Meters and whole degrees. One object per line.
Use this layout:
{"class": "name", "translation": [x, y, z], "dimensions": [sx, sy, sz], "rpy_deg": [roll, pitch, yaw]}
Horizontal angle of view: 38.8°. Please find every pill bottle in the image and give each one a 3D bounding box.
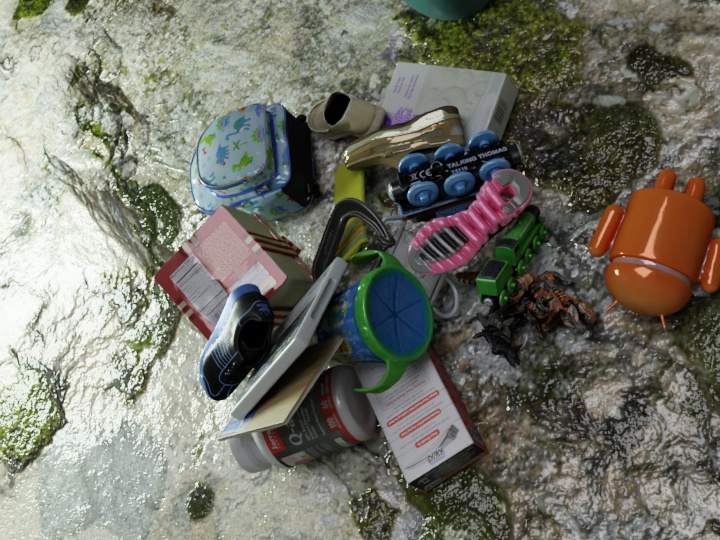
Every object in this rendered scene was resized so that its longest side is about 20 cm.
{"class": "pill bottle", "translation": [-0.087, 0.221, 1.494], "dimensions": [0.200, 0.116, 0.116], "rpy_deg": [-24, 60, 20]}

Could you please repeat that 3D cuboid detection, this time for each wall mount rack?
{"class": "wall mount rack", "translation": [0.053, 0.021, 1.526], "dimensions": [0.200, 0.074, 0.174], "rpy_deg": [49, 130, 35]}

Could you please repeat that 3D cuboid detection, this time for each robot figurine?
{"class": "robot figurine", "translation": [0.384, -0.028, 1.324], "dimensions": [0.117, 0.144, 0.200], "rpy_deg": [-1, 66, 65]}

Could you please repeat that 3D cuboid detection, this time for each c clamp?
{"class": "c clamp", "translation": [0.000, 0.000, 1.512], "dimensions": [0.171, 0.027, 0.200], "rpy_deg": [33, 120, 32]}

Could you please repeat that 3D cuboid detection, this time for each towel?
{"class": "towel", "translation": [-0.013, -0.099, 1.598], "dimensions": [0.086, 0.018, 0.200], "rpy_deg": [-43, 37, 43]}

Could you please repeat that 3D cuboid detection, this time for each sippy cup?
{"class": "sippy cup", "translation": [0.010, 0.072, 1.427], "dimensions": [0.130, 0.140, 0.178], "rpy_deg": [-20, 30, 44]}

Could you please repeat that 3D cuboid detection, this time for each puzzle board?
{"class": "puzzle board", "translation": [-0.111, 0.168, 1.415], "dimensions": [0.200, 0.017, 0.151], "rpy_deg": [-25, 26, 53]}

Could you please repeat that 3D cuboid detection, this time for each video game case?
{"class": "video game case", "translation": [-0.098, 0.095, 1.423], "dimensions": [0.200, 0.023, 0.182], "rpy_deg": [-48, 10, 40]}

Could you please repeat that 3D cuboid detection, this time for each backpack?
{"class": "backpack", "translation": [-0.191, -0.172, 1.696], "dimensions": [0.200, 0.147, 0.183], "rpy_deg": [-22, 58, 25]}

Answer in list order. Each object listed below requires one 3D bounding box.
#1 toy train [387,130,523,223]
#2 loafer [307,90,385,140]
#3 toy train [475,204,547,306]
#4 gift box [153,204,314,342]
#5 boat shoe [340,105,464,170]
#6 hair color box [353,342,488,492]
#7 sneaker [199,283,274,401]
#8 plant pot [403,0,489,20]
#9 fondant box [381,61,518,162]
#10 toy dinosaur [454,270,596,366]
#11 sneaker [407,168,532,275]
{"class": "toy train", "translation": [0.141, -0.125, 1.481], "dimensions": [0.200, 0.114, 0.087], "rpy_deg": [-18, 52, 4]}
{"class": "loafer", "translation": [-0.034, -0.257, 1.656], "dimensions": [0.200, 0.068, 0.076], "rpy_deg": [12, 75, 58]}
{"class": "toy train", "translation": [0.208, -0.024, 1.404], "dimensions": [0.042, 0.056, 0.200], "rpy_deg": [5, 38, 30]}
{"class": "gift box", "translation": [-0.179, 0.032, 1.587], "dimensions": [0.184, 0.187, 0.200], "rpy_deg": [-40, 78, 10]}
{"class": "boat shoe", "translation": [0.062, -0.179, 1.540], "dimensions": [0.200, 0.072, 0.076], "rpy_deg": [-19, 82, 28]}
{"class": "hair color box", "translation": [0.083, 0.194, 1.439], "dimensions": [0.111, 0.064, 0.200], "rpy_deg": [-34, 55, 13]}
{"class": "sneaker", "translation": [-0.176, 0.119, 1.458], "dimensions": [0.078, 0.070, 0.200], "rpy_deg": [53, 132, 45]}
{"class": "plant pot", "translation": [0.134, -0.496, 1.630], "dimensions": [0.200, 0.161, 0.201], "rpy_deg": [-11, 66, 26]}
{"class": "fondant box", "translation": [0.128, -0.240, 1.594], "dimensions": [0.200, 0.058, 0.145], "rpy_deg": [14, 78, 35]}
{"class": "toy dinosaur", "translation": [0.222, 0.050, 1.419], "dimensions": [0.200, 0.102, 0.136], "rpy_deg": [13, 61, 51]}
{"class": "sneaker", "translation": [0.156, -0.058, 1.429], "dimensions": [0.200, 0.095, 0.079], "rpy_deg": [-35, 80, 3]}
